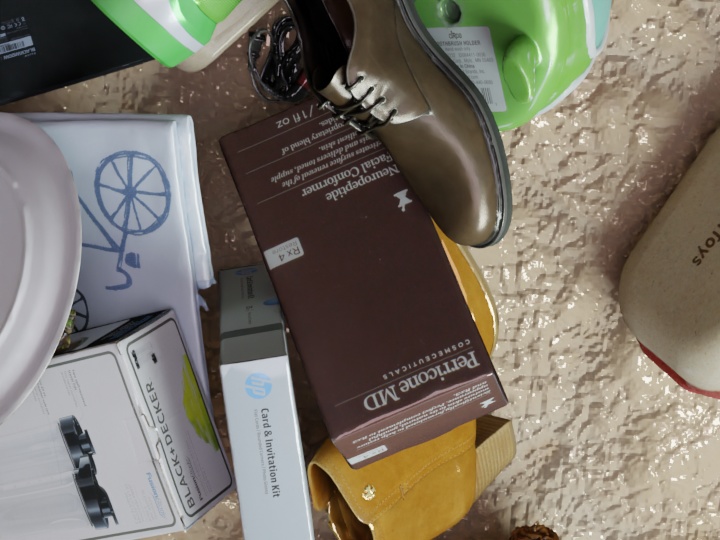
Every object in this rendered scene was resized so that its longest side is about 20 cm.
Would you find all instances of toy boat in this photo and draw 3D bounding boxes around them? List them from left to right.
[{"bbox_3d":[0.261,-0.009,1.213,0.130,0.131,0.200,26,103,-41],"label":"toy boat"}]

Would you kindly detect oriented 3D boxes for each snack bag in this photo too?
[{"bbox_3d":[-0.166,0.005,1.177,0.188,0.021,0.201,1,107,28],"label":"snack bag"}]

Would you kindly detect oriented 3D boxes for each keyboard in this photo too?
[{"bbox_3d":[-0.210,-0.150,1.130,0.199,0.021,0.128,-17,130,-7],"label":"keyboard"}]

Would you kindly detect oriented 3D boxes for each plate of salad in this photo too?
[{"bbox_3d":[-0.224,0.008,1.145,0.048,0.200,0.201,23,104,-49],"label":"plate of salad"}]

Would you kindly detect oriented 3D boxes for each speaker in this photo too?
[{"bbox_3d":[-0.063,-0.208,1.087,0.088,0.088,0.200,42,94,-12],"label":"speaker"}]

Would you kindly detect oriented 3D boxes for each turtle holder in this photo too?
[{"bbox_3d":[0.067,-0.177,1.138,0.186,0.132,0.141,56,137,3],"label":"turtle holder"}]

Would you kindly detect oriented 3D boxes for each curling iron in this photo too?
[{"bbox_3d":[0.003,-0.180,1.185,0.050,0.026,0.200,41,97,-15],"label":"curling iron"}]

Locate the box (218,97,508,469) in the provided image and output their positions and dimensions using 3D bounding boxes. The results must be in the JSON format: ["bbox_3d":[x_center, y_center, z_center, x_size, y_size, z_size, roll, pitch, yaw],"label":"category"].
[{"bbox_3d":[0.000,0.000,1.143,0.100,0.075,0.201,-24,70,3],"label":"box"}]

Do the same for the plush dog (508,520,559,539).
[{"bbox_3d":[0.059,0.229,1.248,0.171,0.161,0.201,-13,137,-15],"label":"plush dog"}]

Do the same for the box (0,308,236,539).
[{"bbox_3d":[-0.181,0.103,1.170,0.199,0.060,0.117,-15,100,32],"label":"box"}]

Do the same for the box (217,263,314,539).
[{"bbox_3d":[-0.054,0.096,1.158,0.041,0.200,0.157,-8,104,-3],"label":"box"}]

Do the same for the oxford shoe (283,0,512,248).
[{"bbox_3d":[0.012,-0.092,1.077,0.084,0.073,0.201,-35,96,-40],"label":"oxford shoe"}]

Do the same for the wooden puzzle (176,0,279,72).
[{"bbox_3d":[-0.088,-0.242,1.153,0.200,0.046,0.185,-41,103,6],"label":"wooden puzzle"}]

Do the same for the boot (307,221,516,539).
[{"bbox_3d":[0.019,0.073,1.192,0.144,0.071,0.202,-34,115,-37],"label":"boot"}]
